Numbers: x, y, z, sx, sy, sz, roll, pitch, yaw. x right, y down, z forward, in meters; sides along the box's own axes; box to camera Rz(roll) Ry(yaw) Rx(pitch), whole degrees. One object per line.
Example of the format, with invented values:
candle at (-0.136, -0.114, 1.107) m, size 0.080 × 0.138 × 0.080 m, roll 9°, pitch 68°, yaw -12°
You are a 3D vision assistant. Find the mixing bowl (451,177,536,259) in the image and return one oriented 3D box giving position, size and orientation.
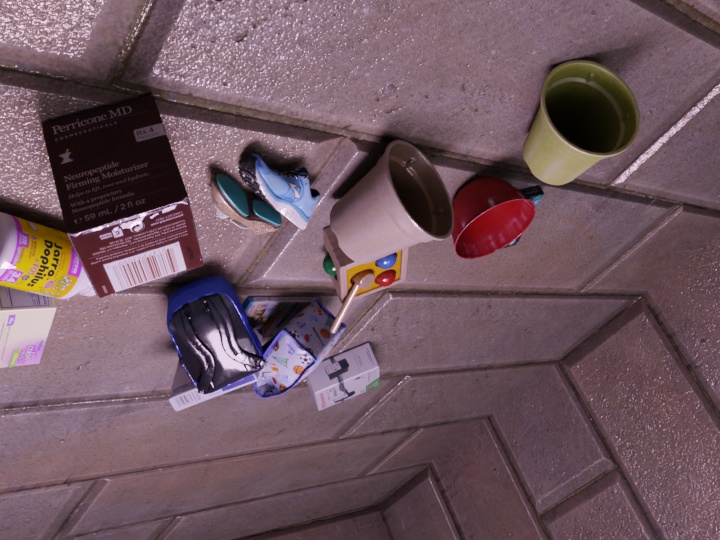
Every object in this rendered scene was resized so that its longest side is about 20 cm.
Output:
mixing bowl at (0.271, -0.129, 1.648) m, size 0.196 × 0.110 × 0.201 m, roll -19°, pitch 152°, yaw -11°

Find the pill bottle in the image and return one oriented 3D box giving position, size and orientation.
pill bottle at (-0.500, -0.016, 1.194) m, size 0.104 × 0.106 × 0.199 m, roll -36°, pitch 151°, yaw 19°

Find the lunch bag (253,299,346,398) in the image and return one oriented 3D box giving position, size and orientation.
lunch bag at (-0.151, 0.187, 1.721) m, size 0.201 × 0.124 × 0.170 m, roll -52°, pitch 173°, yaw 35°

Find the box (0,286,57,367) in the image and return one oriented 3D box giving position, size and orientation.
box at (-0.626, 0.078, 1.255) m, size 0.197 × 0.098 × 0.177 m, roll -2°, pitch 144°, yaw -36°

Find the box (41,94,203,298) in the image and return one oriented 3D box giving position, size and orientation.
box at (-0.335, -0.104, 1.080) m, size 0.163 × 0.203 × 0.165 m, roll -18°, pitch 152°, yaw -13°

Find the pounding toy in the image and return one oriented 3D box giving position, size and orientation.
pounding toy at (0.000, 0.000, 1.600) m, size 0.196 × 0.144 × 0.185 m, roll -20°, pitch 151°, yaw -11°

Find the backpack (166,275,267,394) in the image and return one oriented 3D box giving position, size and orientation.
backpack at (-0.304, 0.115, 1.523) m, size 0.160 × 0.168 × 0.203 m, roll -26°, pitch 120°, yaw -6°

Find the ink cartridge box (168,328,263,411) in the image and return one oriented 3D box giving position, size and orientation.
ink cartridge box at (-0.308, 0.198, 1.645) m, size 0.196 × 0.201 × 0.041 m, roll -21°, pitch 118°, yaw 7°

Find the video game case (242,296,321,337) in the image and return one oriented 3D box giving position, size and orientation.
video game case at (-0.203, 0.108, 1.746) m, size 0.197 × 0.018 × 0.143 m, roll 1°, pitch 142°, yaw -42°

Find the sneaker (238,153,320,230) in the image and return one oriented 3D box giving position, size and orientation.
sneaker at (-0.137, -0.155, 1.325) m, size 0.091 × 0.078 × 0.200 m, roll -52°, pitch 147°, yaw -1°

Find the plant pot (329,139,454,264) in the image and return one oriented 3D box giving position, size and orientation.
plant pot at (0.047, -0.111, 1.432) m, size 0.182 × 0.205 × 0.198 m, roll -29°, pitch 155°, yaw 33°

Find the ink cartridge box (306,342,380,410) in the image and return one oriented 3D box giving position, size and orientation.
ink cartridge box at (-0.049, 0.300, 2.130) m, size 0.196 × 0.084 × 0.148 m, roll -21°, pitch 151°, yaw -8°

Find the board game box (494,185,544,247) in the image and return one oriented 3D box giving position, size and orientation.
board game box at (0.348, -0.116, 1.821) m, size 0.133 × 0.029 × 0.202 m, roll -15°, pitch 149°, yaw -21°

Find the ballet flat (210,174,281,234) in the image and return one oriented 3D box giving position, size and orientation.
ballet flat at (-0.214, -0.106, 1.328) m, size 0.064 × 0.072 × 0.199 m, roll -23°, pitch 152°, yaw 20°

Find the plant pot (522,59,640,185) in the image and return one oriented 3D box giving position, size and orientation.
plant pot at (0.408, -0.266, 1.474) m, size 0.196 × 0.204 × 0.185 m, roll -17°, pitch 162°, yaw -16°
